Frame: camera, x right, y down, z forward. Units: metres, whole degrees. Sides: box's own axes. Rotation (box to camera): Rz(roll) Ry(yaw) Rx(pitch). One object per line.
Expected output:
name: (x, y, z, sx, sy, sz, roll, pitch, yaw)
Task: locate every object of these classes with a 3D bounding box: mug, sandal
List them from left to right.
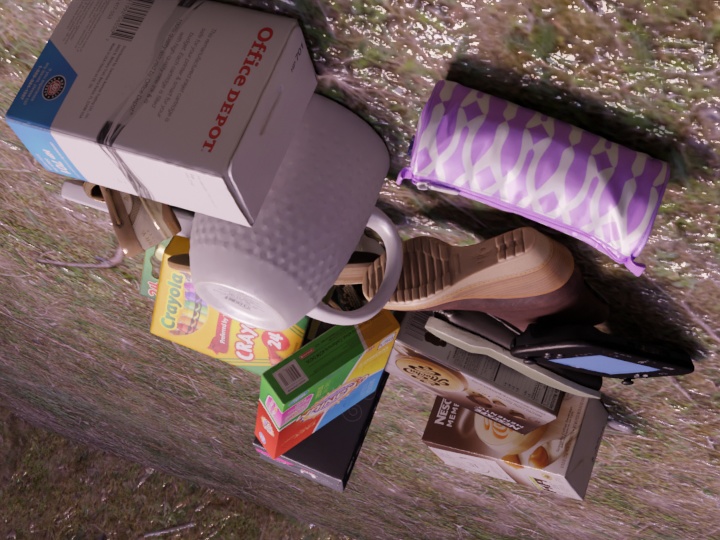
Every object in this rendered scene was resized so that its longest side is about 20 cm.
sandal: (-0.080, 0.023, 1.071, 0.208, 0.071, 0.078, -1, -166, -10)
mug: (-0.050, -0.033, 0.977, 0.198, 0.177, 0.147, 30, 159, -19)

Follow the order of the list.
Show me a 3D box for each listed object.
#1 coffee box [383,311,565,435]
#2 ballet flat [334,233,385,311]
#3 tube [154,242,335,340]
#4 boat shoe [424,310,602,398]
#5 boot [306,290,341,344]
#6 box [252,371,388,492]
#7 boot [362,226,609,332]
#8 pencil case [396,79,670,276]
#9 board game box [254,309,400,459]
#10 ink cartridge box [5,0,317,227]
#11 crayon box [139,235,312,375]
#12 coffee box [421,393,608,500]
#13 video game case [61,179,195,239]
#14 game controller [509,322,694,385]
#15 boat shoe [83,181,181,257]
coffee box: (0.128, 0.101, 1.250, 0.198, 0.081, 0.113, 25, 158, -4)
ballet flat: (0.000, 0.000, 1.166, 0.074, 0.069, 0.201, 10, 152, 25)
tube: (-0.128, 0.004, 1.223, 0.197, 0.052, 0.058, 24, 148, 1)
boat shoe: (0.169, 0.074, 1.166, 0.199, 0.061, 0.072, 24, 171, -1)
boot: (-0.103, 0.053, 1.282, 0.199, 0.140, 0.077, 33, 172, -20)
box: (-0.039, 0.154, 1.382, 0.121, 0.203, 0.106, 20, 164, 6)
boot: (0.119, 0.028, 1.051, 0.197, 0.073, 0.166, -12, 148, 30)
pencil case: (0.127, -0.072, 0.823, 0.197, 0.087, 0.084, 20, 161, 8)
board game box: (-0.040, 0.122, 1.209, 0.041, 0.152, 0.201, 52, 160, 16)
ink cartridge box: (-0.153, -0.136, 0.877, 0.197, 0.148, 0.086, 17, 158, 17)
crayon box: (-0.148, 0.034, 1.189, 0.197, 0.051, 0.128, 21, 133, 2)
coffee box: (0.188, 0.194, 1.364, 0.198, 0.116, 0.080, 8, 155, 35)
video game case: (-0.180, -0.059, 1.160, 0.197, 0.022, 0.182, 18, -172, 16)
game controller: (0.236, 0.083, 1.073, 0.198, 0.043, 0.103, 14, 172, -42)
boat shoe: (-0.240, -0.098, 1.057, 0.201, 0.064, 0.072, 55, 174, 33)
